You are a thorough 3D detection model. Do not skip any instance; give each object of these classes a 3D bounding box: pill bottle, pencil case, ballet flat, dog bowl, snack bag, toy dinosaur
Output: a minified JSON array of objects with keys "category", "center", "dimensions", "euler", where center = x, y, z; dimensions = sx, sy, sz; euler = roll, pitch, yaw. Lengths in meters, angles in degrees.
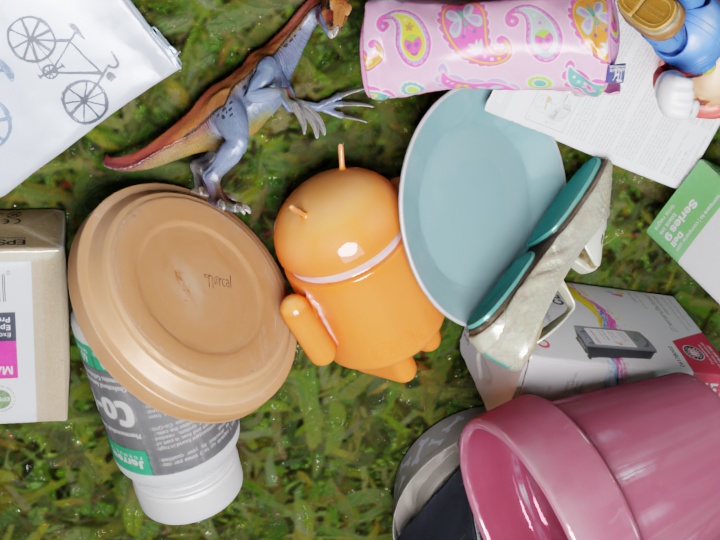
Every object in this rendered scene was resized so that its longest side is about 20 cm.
[{"category":"pill bottle","center":[-0.164,0.106,1.116],"dimensions":[0.112,0.113,0.202],"euler":[-14,120,-4]},{"category":"pencil case","center":[0.098,-0.169,1.005],"dimensions":[0.197,0.088,0.088],"euler":[1,120,8]},{"category":"ballet flat","center":[0.158,-0.003,1.079],"dimensions":[0.062,0.067,0.201],"euler":[41,72,-9]},{"category":"dog bowl","center":[0.122,0.217,1.274],"dimensions":[0.198,0.059,0.202],"euler":[-6,121,-9]},{"category":"snack bag","center":[-0.263,-0.172,0.993],"dimensions":[0.199,0.021,0.189],"euler":[-33,121,8]},{"category":"toy dinosaur","center":[-0.082,-0.137,1.018],"dimensions":[0.198,0.105,0.184],"euler":[15,97,-9]}]

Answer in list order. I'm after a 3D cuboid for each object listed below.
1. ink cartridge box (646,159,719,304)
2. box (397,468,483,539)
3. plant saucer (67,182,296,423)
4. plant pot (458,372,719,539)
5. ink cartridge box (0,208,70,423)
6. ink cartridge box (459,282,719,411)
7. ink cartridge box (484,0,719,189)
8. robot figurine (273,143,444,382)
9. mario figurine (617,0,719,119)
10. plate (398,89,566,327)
[{"category":"ink cartridge box","center":[0.356,0.011,1.107],"dimensions":[0.145,0.200,0.084],"euler":[18,116,-44]},{"category":"box","center":[0.151,0.308,1.172],"dimensions":[0.198,0.198,0.124],"euler":[23,126,-23]},{"category":"plant saucer","center":[-0.130,0.019,1.029],"dimensions":[0.199,0.202,0.032],"euler":[30,135,-26]},{"category":"plant pot","center":[0.199,0.173,1.031],"dimensions":[0.177,0.200,0.202],"euler":[-22,122,-17]},{"category":"ink cartridge box","center":[-0.333,0.040,1.064],"dimensions":[0.197,0.075,0.166],"euler":[-2,118,-12]},{"category":"ink cartridge box","center":[0.204,0.080,1.164],"dimensions":[0.198,0.148,0.086],"euler":[8,117,-18]},{"category":"ink cartridge box","center":[0.217,-0.174,1.087],"dimensions":[0.198,0.057,0.164],"euler":[20,113,-15]},{"category":"robot figurine","center":[0.001,-0.001,1.091],"dimensions":[0.143,0.117,0.201],"euler":[-25,125,1]},{"category":"mario figurine","center":[0.265,-0.169,0.981],"dimensions":[0.123,0.107,0.200],"euler":[-33,151,16]},{"category":"plate","center":[0.097,-0.053,1.086],"dimensions":[0.199,0.025,0.203],"euler":[-2,92,-42]}]
